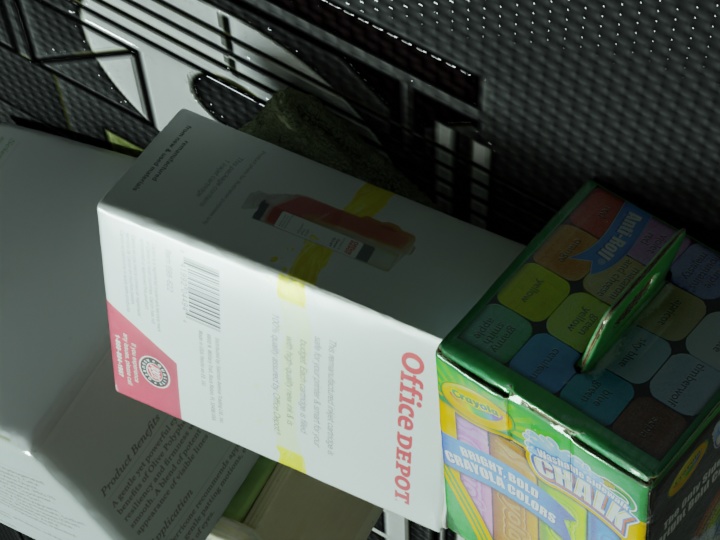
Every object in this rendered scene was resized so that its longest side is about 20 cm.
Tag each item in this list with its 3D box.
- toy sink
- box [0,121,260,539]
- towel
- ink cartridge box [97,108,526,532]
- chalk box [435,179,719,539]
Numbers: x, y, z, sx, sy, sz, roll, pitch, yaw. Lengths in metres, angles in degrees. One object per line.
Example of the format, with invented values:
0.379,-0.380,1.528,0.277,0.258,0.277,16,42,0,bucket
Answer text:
-0.077,0.144,1.463,0.130,0.201,0.112,17,157,38,toy sink
-0.169,0.050,1.392,0.199,0.200,0.172,17,154,37,box
0.000,0.000,1.204,0.200,0.037,0.148,43,143,-8,towel
-0.024,0.026,1.151,0.199,0.084,0.146,23,140,18,ink cartridge box
0.117,0.056,1.053,0.123,0.124,0.201,32,150,26,chalk box
